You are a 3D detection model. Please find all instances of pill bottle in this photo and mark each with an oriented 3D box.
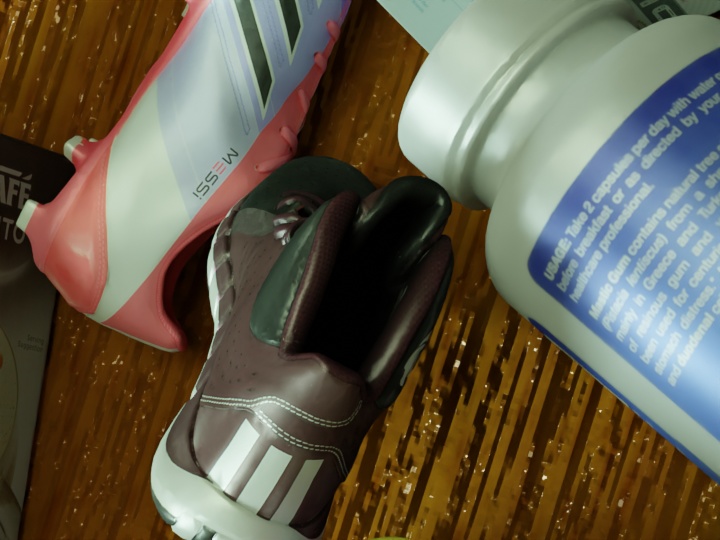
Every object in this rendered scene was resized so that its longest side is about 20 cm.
[{"bbox_3d":[0.110,-0.007,0.900,0.200,0.112,0.112,42,102,20],"label":"pill bottle"}]

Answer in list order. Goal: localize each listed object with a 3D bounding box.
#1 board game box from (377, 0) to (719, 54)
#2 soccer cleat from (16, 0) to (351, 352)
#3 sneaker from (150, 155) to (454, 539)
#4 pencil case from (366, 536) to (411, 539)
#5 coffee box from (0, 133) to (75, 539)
[{"bbox_3d":[0.085,-0.147,0.930,0.200,0.148,0.064,-23,49,24],"label":"board game box"},{"bbox_3d":[-0.041,-0.065,1.046,0.076,0.067,0.200,37,96,3],"label":"soccer cleat"},{"bbox_3d":[0.000,0.000,0.934,0.076,0.200,0.116,26,124,-11],"label":"sneaker"},{"bbox_3d":[-0.026,0.147,0.925,0.200,0.088,0.089,144,122,-60],"label":"pencil case"},{"bbox_3d":[-0.179,0.044,1.064,0.080,0.114,0.200,4,83,30],"label":"coffee box"}]
